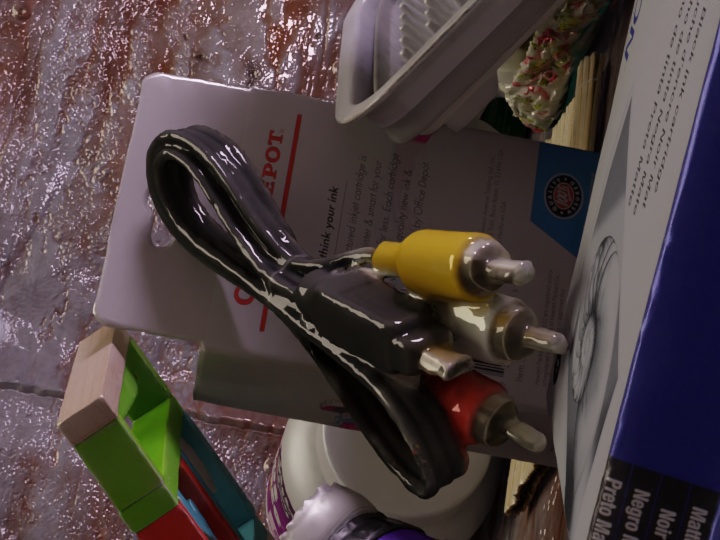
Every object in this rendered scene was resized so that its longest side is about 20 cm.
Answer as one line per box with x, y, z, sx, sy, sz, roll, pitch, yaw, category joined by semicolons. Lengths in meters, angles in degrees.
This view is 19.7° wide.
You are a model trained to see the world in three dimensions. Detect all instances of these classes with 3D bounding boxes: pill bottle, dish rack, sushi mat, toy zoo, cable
0.011;0.103;1.064;0.200;0.112;0.113;111;169;-72;pill bottle
0.072;-0.137;0.814;0.200;0.044;0.172;-44;18;18;dish rack
0.088;0.005;0.941;0.096;0.012;0.201;106;174;-61;sushi mat
-0.046;0.116;0.783;0.200;0.020;0.131;56;-177;-10;toy zoo
-0.005;0.010;0.738;0.200;0.050;0.097;31;134;48;cable

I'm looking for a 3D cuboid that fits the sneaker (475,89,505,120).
0.038;-0.110;1.160;0.200;0.079;0.074;134;141;-56;sneaker

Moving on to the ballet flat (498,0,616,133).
0.085;-0.130;0.977;0.200;0.064;0.076;107;171;-65;ballet flat

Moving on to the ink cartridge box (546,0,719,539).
0.098;-0.013;0.602;0.200;0.040;0.200;-92;13;-74;ink cartridge box

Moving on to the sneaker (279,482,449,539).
0.042;0.140;0.745;0.070;0.099;0.200;-63;-28;-5;sneaker

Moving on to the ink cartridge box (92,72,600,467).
0.000;0.000;0.833;0.068;0.199;0.116;109;171;-67;ink cartridge box

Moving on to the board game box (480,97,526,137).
0.075;-0.072;1.245;0.135;0.029;0.201;155;126;-85;board game box

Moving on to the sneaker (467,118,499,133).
0.036;-0.005;1.040;0.089;0.075;0.200;-46;3;24;sneaker
